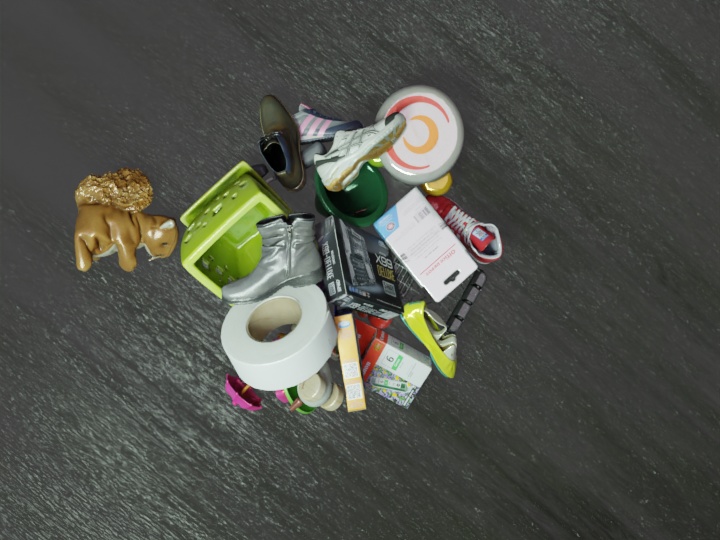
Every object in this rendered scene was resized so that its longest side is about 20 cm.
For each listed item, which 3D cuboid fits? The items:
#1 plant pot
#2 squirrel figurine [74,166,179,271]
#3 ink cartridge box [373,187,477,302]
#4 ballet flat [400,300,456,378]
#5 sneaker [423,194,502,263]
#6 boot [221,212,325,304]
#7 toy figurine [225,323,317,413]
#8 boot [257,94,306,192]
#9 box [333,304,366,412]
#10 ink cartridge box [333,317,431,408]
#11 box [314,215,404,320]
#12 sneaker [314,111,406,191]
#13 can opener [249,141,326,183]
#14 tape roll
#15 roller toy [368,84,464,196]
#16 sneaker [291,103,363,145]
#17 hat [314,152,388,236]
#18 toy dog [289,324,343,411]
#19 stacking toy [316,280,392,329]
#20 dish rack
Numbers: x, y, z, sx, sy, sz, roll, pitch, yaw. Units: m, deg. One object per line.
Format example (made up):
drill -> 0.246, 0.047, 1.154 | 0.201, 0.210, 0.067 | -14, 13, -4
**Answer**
plant pot -> -0.218, -0.070, 1.233 | 0.198, 0.183, 0.200 | -39, 132, 7
squirrel figurine -> -0.452, -0.102, 1.268 | 0.181, 0.141, 0.206 | -4, 94, -11
ink cartridge box -> 0.129, -0.048, 1.296 | 0.115, 0.067, 0.201 | -38, 86, -1
ballet flat -> 0.158, 0.140, 1.325 | 0.066, 0.067, 0.201 | -27, 113, 25
sneaker -> 0.212, -0.091, 1.329 | 0.199, 0.112, 0.072 | 40, 88, -4
boot -> -0.164, -0.027, 1.138 | 0.195, 0.070, 0.134 | -18, 118, -8
toy figurine -> -0.187, 0.199, 1.298 | 0.180, 0.150, 0.204 | -16, 51, 24
boot -> -0.158, -0.257, 1.244 | 0.073, 0.097, 0.204 | -21, 82, 7
box -> -0.020, 0.156, 1.254 | 0.040, 0.119, 0.206 | -7, 93, 1
ink cartridge box -> 0.037, 0.187, 1.334 | 0.197, 0.051, 0.110 | 29, 110, -4
box -> 0.000, 0.000, 1.255 | 0.049, 0.198, 0.161 | -24, 63, 29
sneaker -> -0.007, -0.243, 1.222 | 0.199, 0.075, 0.089 | -38, 75, 11
can opener -> -0.161, -0.207, 1.312 | 0.197, 0.053, 0.068 | -27, 97, 7
tape roll -> -0.142, 0.108, 1.147 | 0.198, 0.204, 0.072 | -21, 131, -3
roller toy -> 0.120, -0.266, 1.305 | 0.197, 0.140, 0.186 | 27, 96, 4
sneaker -> -0.091, -0.303, 1.323 | 0.194, 0.070, 0.084 | -8, 94, -6
hat -> -0.064, -0.133, 1.356 | 0.197, 0.175, 0.169 | -18, 80, -36
toy dog -> -0.102, 0.179, 1.197 | 0.095, 0.202, 0.133 | -28, 123, 14
stacking toy -> -0.017, 0.052, 1.337 | 0.198, 0.085, 0.086 | 37, 88, -11
dish rack -> 0.156, 0.022, 1.358 | 0.197, 0.055, 0.156 | 32, 87, -2
